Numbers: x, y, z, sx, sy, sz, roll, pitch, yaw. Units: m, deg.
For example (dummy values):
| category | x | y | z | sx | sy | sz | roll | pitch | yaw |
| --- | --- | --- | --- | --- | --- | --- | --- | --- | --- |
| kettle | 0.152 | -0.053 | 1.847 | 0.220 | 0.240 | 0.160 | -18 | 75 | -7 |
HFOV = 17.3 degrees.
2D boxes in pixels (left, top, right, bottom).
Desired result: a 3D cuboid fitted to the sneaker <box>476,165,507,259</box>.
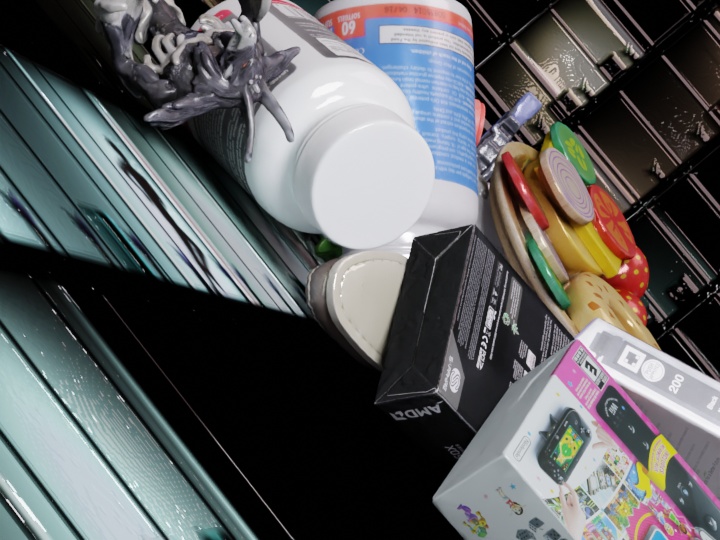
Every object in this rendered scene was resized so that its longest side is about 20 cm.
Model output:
| category | x | y | z | sx | sy | sz | roll | pitch | yaw |
| --- | --- | --- | --- | --- | --- | --- | --- | --- | --- |
| sneaker | 0.087 | -0.021 | 1.709 | 0.074 | 0.087 | 0.201 | 12 | 66 | -59 |

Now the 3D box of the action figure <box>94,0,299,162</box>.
| category | x | y | z | sx | sy | sz | roll | pitch | yaw |
| --- | --- | --- | --- | --- | --- | --- | --- | --- | --- |
| action figure | -0.107 | -0.158 | 1.352 | 0.200 | 0.119 | 0.102 | 46 | -34 | 18 |

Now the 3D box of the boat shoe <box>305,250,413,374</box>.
| category | x | y | z | sx | sy | sz | roll | pitch | yaw |
| --- | --- | --- | --- | --- | --- | --- | --- | --- | --- |
| boat shoe | 0.019 | 0.031 | 1.463 | 0.059 | 0.072 | 0.200 | 5 | -8 | 33 |

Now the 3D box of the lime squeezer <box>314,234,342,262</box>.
| category | x | y | z | sx | sy | sz | roll | pitch | yaw |
| --- | --- | --- | --- | --- | --- | --- | --- | --- | --- |
| lime squeezer | 0.000 | 0.000 | 1.662 | 0.200 | 0.038 | 0.071 | 53 | 5 | 34 |

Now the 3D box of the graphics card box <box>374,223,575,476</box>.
| category | x | y | z | sx | sy | sz | roll | pitch | yaw |
| --- | --- | --- | --- | --- | --- | --- | --- | --- | --- |
| graphics card box | 0.090 | 0.080 | 1.448 | 0.200 | 0.051 | 0.126 | 47 | 45 | -40 |

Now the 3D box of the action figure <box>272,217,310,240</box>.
| category | x | y | z | sx | sy | sz | roll | pitch | yaw |
| --- | --- | --- | --- | --- | --- | --- | --- | --- | --- |
| action figure | -0.040 | -0.099 | 1.681 | 0.200 | 0.102 | 0.119 | -45 | 130 | -48 |

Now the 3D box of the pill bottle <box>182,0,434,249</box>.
| category | x | y | z | sx | sy | sz | roll | pitch | yaw |
| --- | --- | --- | --- | --- | --- | --- | --- | --- | --- |
| pill bottle | -0.034 | -0.089 | 1.458 | 0.111 | 0.111 | 0.200 | 47 | -2 | -35 |

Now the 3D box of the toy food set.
| category | x | y | z | sx | sy | sz | roll | pitch | yaw |
| --- | --- | --- | --- | --- | --- | --- | --- | --- | --- |
| toy food set | 0.156 | -0.011 | 1.684 | 0.198 | 0.049 | 0.200 | 54 | 23 | -13 |

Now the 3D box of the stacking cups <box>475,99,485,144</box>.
| category | x | y | z | sx | sy | sz | roll | pitch | yaw |
| --- | --- | --- | --- | --- | --- | --- | --- | --- | --- |
| stacking cups | -0.004 | -0.128 | 1.859 | 0.199 | 0.061 | 0.061 | 13 | 13 | -10 |

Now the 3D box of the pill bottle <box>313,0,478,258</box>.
| category | x | y | z | sx | sy | sz | roll | pitch | yaw |
| --- | --- | --- | --- | --- | --- | --- | --- | --- | --- |
| pill bottle | 0.023 | -0.076 | 1.579 | 0.112 | 0.112 | 0.201 | 38 | 48 | -68 |

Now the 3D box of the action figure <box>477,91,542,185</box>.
| category | x | y | z | sx | sy | sz | roll | pitch | yaw |
| --- | --- | --- | --- | --- | --- | --- | --- | --- | --- |
| action figure | 0.100 | -0.039 | 1.914 | 0.105 | 0.200 | 0.193 | 43 | -3 | 6 |

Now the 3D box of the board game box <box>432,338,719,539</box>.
| category | x | y | z | sx | sy | sz | roll | pitch | yaw |
| --- | --- | --- | --- | --- | --- | --- | --- | --- | --- |
| board game box | 0.146 | 0.157 | 1.336 | 0.200 | 0.064 | 0.148 | 50 | 33 | -6 |

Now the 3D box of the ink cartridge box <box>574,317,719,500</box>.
| category | x | y | z | sx | sy | sz | roll | pitch | yaw |
| --- | --- | --- | --- | --- | --- | --- | --- | --- | --- |
| ink cartridge box | 0.177 | 0.106 | 1.617 | 0.199 | 0.043 | 0.198 | 28 | -25 | 9 |
